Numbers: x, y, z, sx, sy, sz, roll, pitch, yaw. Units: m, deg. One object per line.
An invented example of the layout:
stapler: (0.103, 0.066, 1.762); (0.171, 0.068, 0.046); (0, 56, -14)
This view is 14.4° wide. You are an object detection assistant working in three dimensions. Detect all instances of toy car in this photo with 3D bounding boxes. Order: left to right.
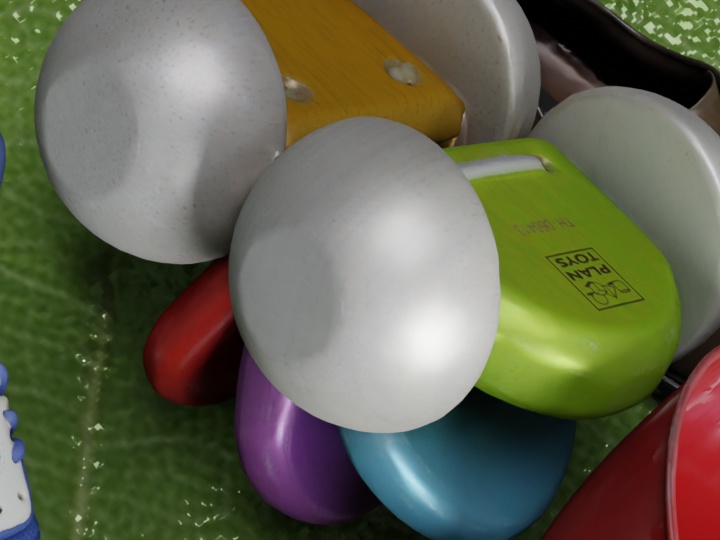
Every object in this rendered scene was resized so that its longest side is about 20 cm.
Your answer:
toy car: (0.000, 0.000, 0.826); (0.200, 0.151, 0.174); (38, 30, 30)

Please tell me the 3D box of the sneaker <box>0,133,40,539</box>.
sneaker: (-0.131, 0.047, 0.828); (0.088, 0.075, 0.201); (23, 67, -15)

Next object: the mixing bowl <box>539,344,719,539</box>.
mixing bowl: (0.104, 0.131, 0.791); (0.200, 0.108, 0.201); (36, 39, -36)

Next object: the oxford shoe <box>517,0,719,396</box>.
oxford shoe: (0.105, -0.016, 0.902); (0.200, 0.085, 0.073); (40, 60, 6)
